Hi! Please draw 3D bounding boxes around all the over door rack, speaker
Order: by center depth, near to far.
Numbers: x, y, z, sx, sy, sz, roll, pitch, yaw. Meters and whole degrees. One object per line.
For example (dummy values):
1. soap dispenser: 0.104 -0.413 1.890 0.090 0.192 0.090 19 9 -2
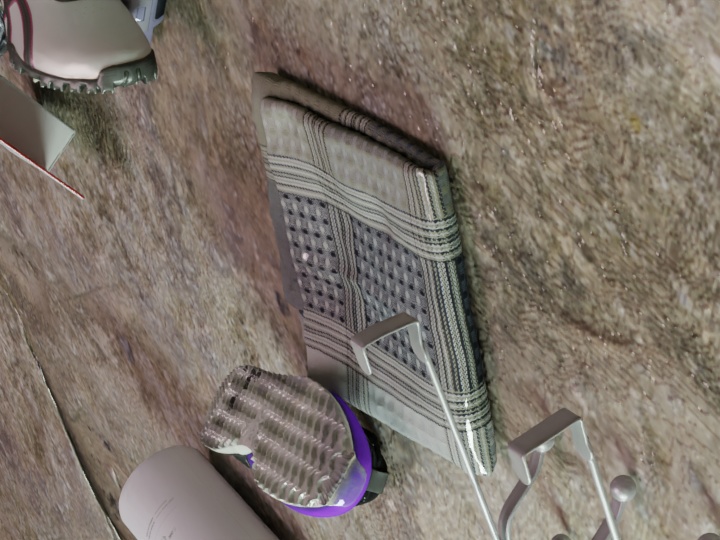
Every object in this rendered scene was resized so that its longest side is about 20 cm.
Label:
1. over door rack: 0.098 0.106 1.013 0.148 0.067 0.200 30 158 53
2. speaker: -0.096 0.212 1.517 0.200 0.081 0.082 41 147 43

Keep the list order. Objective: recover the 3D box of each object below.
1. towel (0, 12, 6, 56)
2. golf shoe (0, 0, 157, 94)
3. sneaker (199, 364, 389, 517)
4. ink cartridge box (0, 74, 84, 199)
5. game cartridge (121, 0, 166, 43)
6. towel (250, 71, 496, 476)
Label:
1. towel: -0.301 -0.266 1.494 0.165 0.085 0.201 32 140 50
2. golf shoe: -0.190 -0.177 1.285 0.200 0.077 0.088 44 141 39
3. sneaker: -0.019 0.110 1.258 0.099 0.070 0.200 30 178 -23
4. ink cartridge box: -0.288 -0.137 1.497 0.200 0.044 0.173 37 175 -32
5. game cartridge: -0.155 -0.234 1.285 0.130 0.038 0.200 53 153 18
6. towel: 0.000 0.000 1.178 0.200 0.034 0.194 32 140 53
